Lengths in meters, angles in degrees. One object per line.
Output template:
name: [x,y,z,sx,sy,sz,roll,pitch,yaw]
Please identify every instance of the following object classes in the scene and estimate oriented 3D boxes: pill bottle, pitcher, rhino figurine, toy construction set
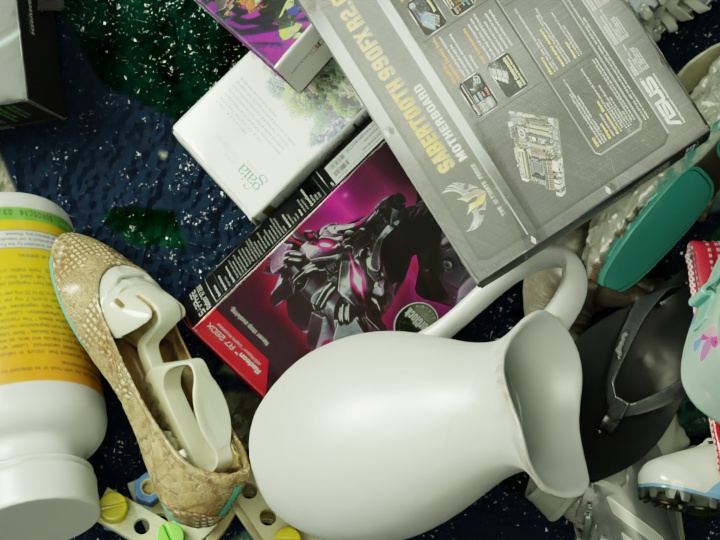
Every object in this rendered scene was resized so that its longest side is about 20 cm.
pill bottle: [-0.216,0.064,1.243,0.110,0.111,0.202,-17,64,7]
pitcher: [0.041,0.071,1.177,0.199,0.121,0.173,-17,40,36]
rhino figurine: [0.149,0.002,1.251,0.087,0.060,0.202,26,92,5]
toy construction set: [-0.063,0.193,1.252,0.131,0.092,0.201,-33,89,-16]

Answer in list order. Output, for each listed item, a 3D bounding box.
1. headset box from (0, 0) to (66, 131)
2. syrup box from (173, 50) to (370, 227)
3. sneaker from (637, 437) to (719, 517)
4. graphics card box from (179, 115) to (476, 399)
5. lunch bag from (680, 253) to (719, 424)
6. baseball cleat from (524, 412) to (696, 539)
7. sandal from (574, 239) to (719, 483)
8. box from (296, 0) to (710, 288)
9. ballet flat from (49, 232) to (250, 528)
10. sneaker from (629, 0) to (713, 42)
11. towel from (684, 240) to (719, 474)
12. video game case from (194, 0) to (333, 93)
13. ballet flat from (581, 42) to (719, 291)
headset box: [-0.292,-0.175,1.306,0.198,0.093,0.176,-9,85,7]
syrup box: [-0.017,-0.122,1.270,0.200,0.081,0.079,-44,79,4]
sneaker: [0.242,0.108,1.191,0.198,0.072,0.073,-3,89,-31]
graphics card box: [0.000,0.000,1.250,0.200,0.051,0.126,-44,114,2]
lunch bag: [0.272,0.019,1.133,0.160,0.077,0.201,32,61,-6]
baseball cleat: [0.153,0.162,1.225,0.105,0.070,0.202,-4,86,-9]
sandal: [0.179,0.042,1.187,0.200,0.043,0.076,-43,86,-14]
box: [0.079,-0.116,1.142,0.158,0.048,0.201,-34,85,3]
ballet flat: [-0.120,0.054,1.209,0.065,0.070,0.201,-37,79,40]
sneaker: [0.174,-0.148,1.228,0.198,0.081,0.148,-10,66,17]
towel: [0.287,0.054,1.183,0.198,0.022,0.146,4,66,-22]
video game case: [-0.036,-0.228,1.251,0.181,0.036,0.200,-48,49,2]
ballet flat: [0.193,-0.075,1.196,0.072,0.072,0.200,43,90,8]
